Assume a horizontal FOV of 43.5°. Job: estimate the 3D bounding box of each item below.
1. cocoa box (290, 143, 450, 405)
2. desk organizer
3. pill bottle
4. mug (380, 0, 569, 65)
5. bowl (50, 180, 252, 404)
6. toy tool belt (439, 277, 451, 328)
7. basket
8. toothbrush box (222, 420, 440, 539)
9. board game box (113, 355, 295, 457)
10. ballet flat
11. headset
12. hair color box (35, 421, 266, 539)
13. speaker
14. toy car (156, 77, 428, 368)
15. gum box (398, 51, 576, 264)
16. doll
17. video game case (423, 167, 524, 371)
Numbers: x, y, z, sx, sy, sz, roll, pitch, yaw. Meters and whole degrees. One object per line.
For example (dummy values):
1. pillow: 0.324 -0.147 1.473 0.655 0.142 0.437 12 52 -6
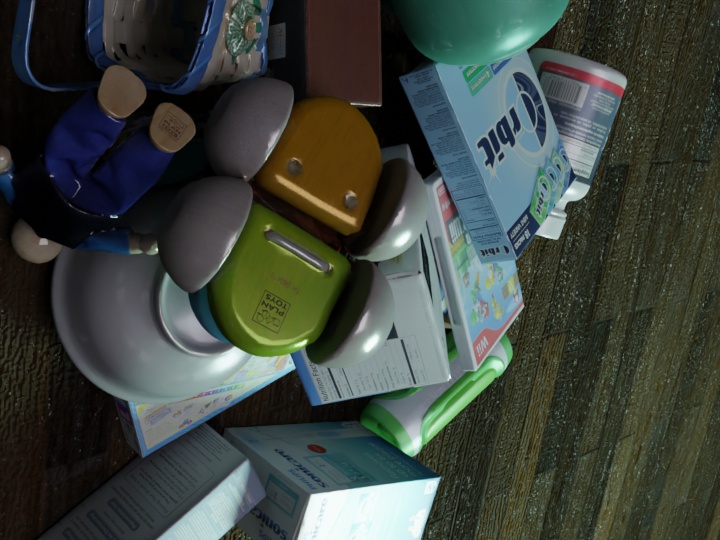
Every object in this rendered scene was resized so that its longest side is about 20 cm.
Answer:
1. cocoa box: 0.000 0.000 0.826 0.130 0.201 0.134 -12 128 9
2. desk organizer: -0.034 -0.228 0.720 0.077 0.072 0.202 -4 95 -38
3. pill bottle: 0.222 -0.146 1.057 0.119 0.119 0.201 8 104 -46
4. mug: 0.094 -0.252 0.768 0.152 0.185 0.115 -32 127 -3
5. bowl: -0.145 0.020 0.753 0.200 0.090 0.203 -4 96 -38
6. toy tool belt: 0.056 0.021 0.987 0.201 0.124 0.123 -58 160 -26
7. basket: -0.149 -0.215 0.638 0.199 0.139 0.178 -9 115 -49
8. toothbrush box: -0.038 0.230 0.958 0.199 0.146 0.086 6 105 -45
9. board game box: -0.143 0.070 0.859 0.199 0.034 0.135 -28 127 -33
10. ballet flat: -0.131 -0.110 0.759 0.200 0.072 0.073 -9 115 -43
11. headset: 0.090 -0.169 0.932 0.200 0.094 0.124 44 76 -30
12. hair color box: -0.197 0.234 0.835 0.200 0.099 0.061 -39 133 -25
13. speaker: 0.093 0.140 1.092 0.200 0.088 0.089 -38 132 -26
14. toy car: -0.060 -0.027 0.666 0.174 0.150 0.201 30 64 -25
15. gum box: 0.132 -0.136 0.884 0.170 0.044 0.201 -46 118 -44
16. doll: -0.198 -0.056 0.649 0.136 0.200 0.049 35 43 -25
17. video game case: 0.118 -0.020 0.920 0.143 0.017 0.201 -42 124 -50
